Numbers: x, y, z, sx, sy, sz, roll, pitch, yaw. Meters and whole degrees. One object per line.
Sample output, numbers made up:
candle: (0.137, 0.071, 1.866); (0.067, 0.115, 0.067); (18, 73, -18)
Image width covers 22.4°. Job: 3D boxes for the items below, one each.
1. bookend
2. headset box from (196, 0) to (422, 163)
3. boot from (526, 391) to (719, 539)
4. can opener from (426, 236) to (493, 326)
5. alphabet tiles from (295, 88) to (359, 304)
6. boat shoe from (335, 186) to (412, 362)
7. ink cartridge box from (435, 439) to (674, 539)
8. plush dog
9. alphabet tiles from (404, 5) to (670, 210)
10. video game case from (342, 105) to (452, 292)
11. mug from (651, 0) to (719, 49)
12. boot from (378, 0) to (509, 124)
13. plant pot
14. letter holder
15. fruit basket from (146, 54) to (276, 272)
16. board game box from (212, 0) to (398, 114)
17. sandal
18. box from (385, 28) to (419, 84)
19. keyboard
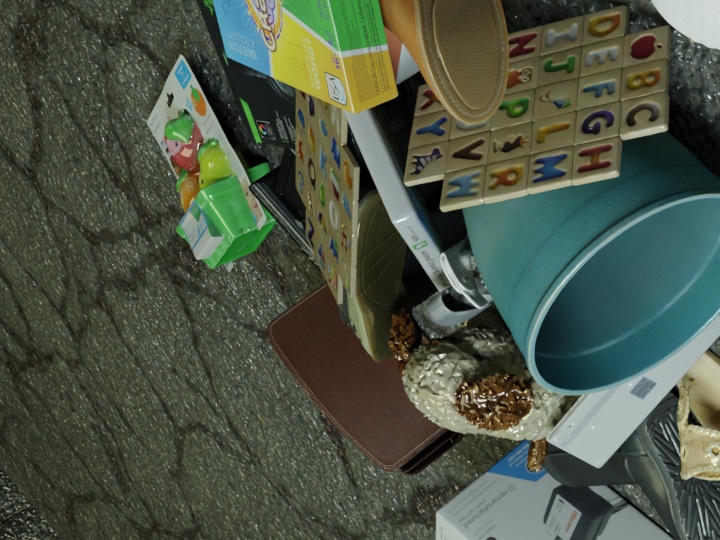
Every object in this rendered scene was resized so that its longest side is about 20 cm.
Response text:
bookend: (0.004, -0.078, 1.696); (0.199, 0.092, 0.200); (49, 152, 15)
headset box: (-0.050, -0.204, 1.644); (0.199, 0.092, 0.175); (17, 134, 53)
boot: (0.237, 0.186, 1.631); (0.199, 0.065, 0.166); (-13, 100, 59)
can opener: (0.109, -0.007, 1.481); (0.067, 0.200, 0.053); (-41, 84, 31)
alphabet tiles: (-0.030, -0.079, 1.542); (0.167, 0.006, 0.201); (-117, 22, -48)
boat shoe: (0.001, 0.000, 1.606); (0.066, 0.072, 0.202); (30, 149, 30)
ink cartridge box: (0.189, 0.270, 1.722); (0.200, 0.145, 0.084); (38, 148, 32)
plush dog: (0.111, 0.096, 1.575); (0.199, 0.171, 0.162); (25, 107, 49)
alphabet tiles: (0.127, -0.118, 1.312); (0.198, 0.167, 0.006); (-11, 136, 24)
video game case: (0.018, -0.095, 1.439); (0.182, 0.022, 0.201); (52, -166, -68)
mug: (0.269, -0.188, 1.085); (0.199, 0.149, 0.175); (30, 166, -17)
boot: (0.019, -0.194, 1.315); (0.201, 0.076, 0.155); (60, 155, -13)
plant pot: (0.163, -0.044, 1.366); (0.189, 0.199, 0.201); (56, 158, 34)
letter holder: (0.002, 0.119, 1.871); (0.200, 0.142, 0.101); (48, 153, 15)
fruit basket: (-0.174, -0.108, 1.970); (0.201, 0.093, 0.185); (57, 154, 6)
board game box: (-0.054, -0.211, 1.324); (0.200, 0.040, 0.154); (30, 139, 54)
sandal: (0.298, 0.159, 1.493); (0.213, 0.069, 0.078); (57, 154, -2)
box: (0.027, -0.277, 1.412); (0.152, 0.106, 0.201); (43, 151, 23)
keyboard: (0.226, 0.092, 1.496); (0.056, 0.011, 0.200); (24, 129, -13)
